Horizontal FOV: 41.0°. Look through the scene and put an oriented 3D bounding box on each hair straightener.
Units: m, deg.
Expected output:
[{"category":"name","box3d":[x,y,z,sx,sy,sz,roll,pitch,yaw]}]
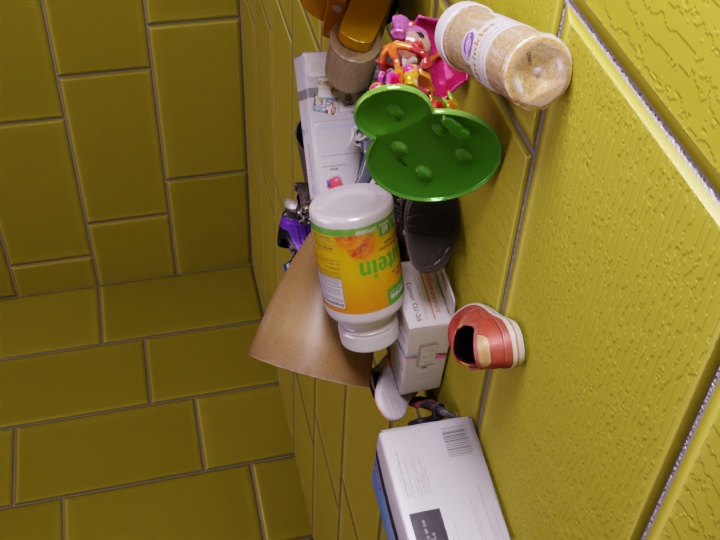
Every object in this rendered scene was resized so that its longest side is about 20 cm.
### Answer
[{"category":"hair straightener","box3d":[0.109,0.227,1.409,0.200,0.040,0.079,160,102,-74]}]

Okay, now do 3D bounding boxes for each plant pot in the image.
[{"category":"plant pot","box3d":[-0.051,0.048,1.403,0.186,0.183,0.204,179,106,-78]}]

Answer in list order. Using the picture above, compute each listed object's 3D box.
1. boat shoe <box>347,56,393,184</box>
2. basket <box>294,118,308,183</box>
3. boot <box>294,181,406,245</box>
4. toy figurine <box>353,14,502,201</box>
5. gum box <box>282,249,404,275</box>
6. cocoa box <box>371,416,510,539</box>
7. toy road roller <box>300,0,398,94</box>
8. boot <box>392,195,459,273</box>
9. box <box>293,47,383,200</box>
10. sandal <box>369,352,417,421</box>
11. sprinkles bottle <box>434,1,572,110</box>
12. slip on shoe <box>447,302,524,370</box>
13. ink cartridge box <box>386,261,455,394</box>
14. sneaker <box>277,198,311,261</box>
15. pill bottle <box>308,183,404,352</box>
[{"category":"boat shoe","box3d":[0.021,-0.193,1.296,0.075,0.061,0.203,-94,25,-73]},{"category":"basket","box3d":[-0.029,-0.139,1.609,0.181,0.134,0.203,48,152,43]},{"category":"boot","box3d":[-0.010,-0.084,1.428,0.201,0.170,0.071,-118,27,-59]},{"category":"toy figurine","box3d":[0.063,-0.207,1.061,0.199,0.148,0.187,36,-137,-44]},{"category":"gum box","box3d":[-0.022,0.017,1.535,0.044,0.198,0.172,36,-150,-48]},{"category":"cocoa box","box3d":[0.101,0.316,1.245,0.132,0.131,0.203,96,162,-51]},{"category":"toy road roller","box3d":[-0.026,-0.356,1.301,0.123,0.143,0.203,111,178,-68]},{"category":"boot","box3d":[0.073,-0.089,1.270,0.151,0.072,0.205,142,123,-76]},{"category":"box","box3d":[-0.008,-0.211,1.380,0.041,0.153,0.205,180,81,-66]},{"category":"sandal","box3d":[0.038,0.176,1.440,0.080,0.059,0.207,58,-161,-3]},{"category":"sprinkles bottle","box3d":[0.131,-0.209,0.918,0.200,0.067,0.070,-122,27,-63]},{"category":"slip on shoe","box3d":[0.131,0.080,1.125,0.200,0.060,0.076,-165,66,-79]},{"category":"ink cartridge box","box3d":[0.079,0.067,1.354,0.202,0.066,0.118,96,162,-49]},{"category":"sneaker","box3d":[-0.059,-0.039,1.524,0.198,0.069,0.101,24,90,41]},{"category":"pill bottle","box3d":[0.000,0.000,1.256,0.111,0.109,0.204,-119,18,-61]}]
